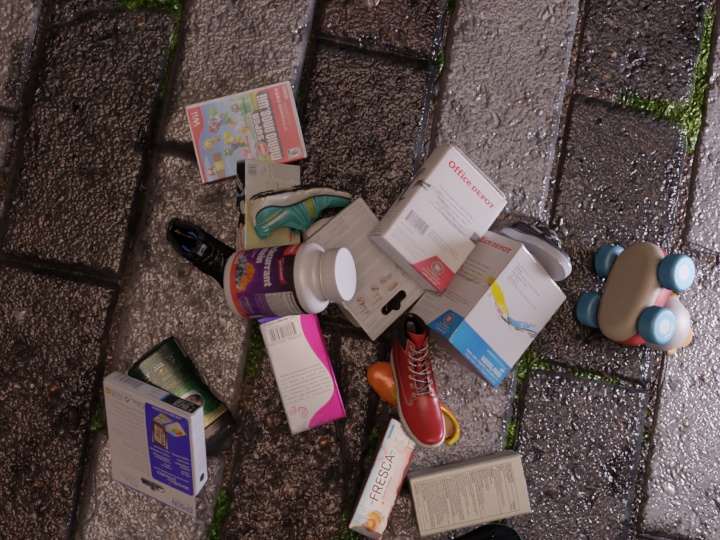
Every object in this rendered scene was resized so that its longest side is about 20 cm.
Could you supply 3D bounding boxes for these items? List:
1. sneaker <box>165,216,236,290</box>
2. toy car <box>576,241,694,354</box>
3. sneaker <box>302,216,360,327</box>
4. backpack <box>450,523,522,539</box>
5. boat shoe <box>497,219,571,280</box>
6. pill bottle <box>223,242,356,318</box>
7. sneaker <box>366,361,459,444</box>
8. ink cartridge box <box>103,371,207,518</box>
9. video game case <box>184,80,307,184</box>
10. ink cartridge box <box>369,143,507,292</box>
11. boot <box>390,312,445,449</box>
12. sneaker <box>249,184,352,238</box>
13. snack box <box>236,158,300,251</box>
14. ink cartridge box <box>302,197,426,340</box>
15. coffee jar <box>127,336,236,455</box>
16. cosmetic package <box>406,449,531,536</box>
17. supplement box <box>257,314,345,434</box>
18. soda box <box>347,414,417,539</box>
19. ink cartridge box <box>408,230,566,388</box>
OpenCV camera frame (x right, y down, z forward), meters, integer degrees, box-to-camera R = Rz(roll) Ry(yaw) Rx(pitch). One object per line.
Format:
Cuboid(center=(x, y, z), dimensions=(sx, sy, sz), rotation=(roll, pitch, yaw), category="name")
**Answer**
Cuboid(center=(-0.256, -0.018, 1.496), dimensions=(0.197, 0.112, 0.074), rotation=(32, 86, 0), category="sneaker")
Cuboid(center=(0.521, 0.065, 1.515), dimensions=(0.197, 0.183, 0.180), rotation=(26, 84, -29), category="toy car")
Cuboid(center=(-0.023, -0.003, 1.528), dimensions=(0.087, 0.075, 0.203), rotation=(-26, 86, -16), category="sneaker")
Cuboid(center=(0.198, 0.525, 1.445), dimensions=(0.197, 0.176, 0.156), rotation=(-29, 104, -5), category="backpack")
Cuboid(center=(0.312, -0.043, 1.485), dimensions=(0.067, 0.200, 0.073), rotation=(-33, 113, -9), category="boat shoe")
Cuboid(center=(-0.111, 0.015, 1.385), dimensions=(0.195, 0.111, 0.115), rotation=(-6, 86, 23), category="pill bottle")
Cuboid(center=(0.097, 0.226, 1.510), dimensions=(0.198, 0.077, 0.074), rotation=(35, 87, 2), category="sneaker")
Cuboid(center=(-0.344, 0.291, 1.450), dimensions=(0.194, 0.043, 0.205), rotation=(16, 116, 26), category="ink cartridge box")
Cuboid(center=(-0.206, -0.250, 1.562), dimensions=(0.195, 0.017, 0.147), rotation=(-14, 87, -3), category="video game case")
Cuboid(center=(0.132, -0.089, 1.460), dimensions=(0.145, 0.085, 0.201), rotation=(41, 80, -15), category="ink cartridge box")
Cuboid(center=(0.097, 0.179, 1.422), dimensions=(0.071, 0.145, 0.204), rotation=(-9, 59, -12), category="boot")
Cuboid(center=(-0.104, -0.106, 1.501), dimensions=(0.196, 0.077, 0.082), rotation=(-14, 105, -30), category="sneaker")
Cuboid(center=(-0.161, -0.086, 1.514), dimensions=(0.114, 0.037, 0.206), rotation=(3, 84, -37), category="snack box")
Cuboid(center=(0.000, 0.000, 1.484), dimensions=(0.162, 0.057, 0.201), rotation=(-40, 95, -30), category="ink cartridge box")
Cuboid(center=(-0.304, 0.222, 1.489), dimensions=(0.104, 0.085, 0.201), rotation=(-37, 87, -15), category="coffee jar")
Cuboid(center=(0.184, 0.383, 1.495), dimensions=(0.195, 0.087, 0.106), rotation=(-10, 85, -2), category="cosmetic package")
Cuboid(center=(-0.100, 0.161, 1.483), dimensions=(0.099, 0.103, 0.205), rotation=(-16, 93, -4), category="supplement box")
Cuboid(center=(0.042, 0.358, 1.501), dimensions=(0.062, 0.068, 0.204), rotation=(23, 85, 0), category="soda box")
Cuboid(center=(0.216, 0.058, 1.469), dimensions=(0.144, 0.147, 0.201), rotation=(43, 85, -28), category="ink cartridge box")
